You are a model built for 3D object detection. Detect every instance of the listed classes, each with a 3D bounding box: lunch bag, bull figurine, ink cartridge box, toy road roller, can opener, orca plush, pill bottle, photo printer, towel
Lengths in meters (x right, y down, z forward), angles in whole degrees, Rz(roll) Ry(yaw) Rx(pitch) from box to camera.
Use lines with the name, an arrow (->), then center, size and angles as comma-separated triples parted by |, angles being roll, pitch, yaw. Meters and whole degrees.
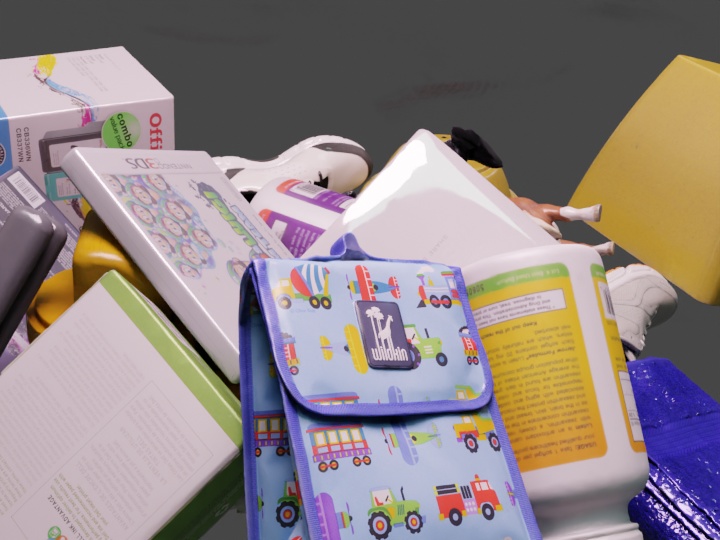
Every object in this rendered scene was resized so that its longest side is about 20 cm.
lunch bag -> 0.006, 0.079, 0.624 | 0.148, 0.094, 0.204 | -1, 73, -32
bull figurine -> 0.154, -0.025, 0.942 | 0.119, 0.066, 0.200 | 7, -7, 21
ink cartridge box -> -0.292, -0.111, 1.016 | 0.197, 0.149, 0.146 | -13, 34, -28
toy road roller -> -0.145, 0.036, 0.789 | 0.196, 0.148, 0.124 | 2, 30, -6
ink cartridge box -> -0.172, 0.126, 0.659 | 0.200, 0.076, 0.148 | -43, 69, -6
can opener -> -0.249, 0.059, 0.720 | 0.066, 0.202, 0.053 | 29, -4, 8
orca plush -> 0.047, -0.046, 0.972 | 0.105, 0.198, 0.072 | 14, 54, -53
pill bottle -> 0.121, 0.095, 0.684 | 0.109, 0.111, 0.204 | -5, 74, -18
pill bottle -> 0.000, 0.000, 0.910 | 0.197, 0.113, 0.111 | 20, 33, 23
photo printer -> 0.068, 0.016, 0.798 | 0.200, 0.070, 0.167 | 42, 75, 9
towel -> 0.236, 0.138, 0.760 | 0.145, 0.050, 0.200 | -12, 39, -29

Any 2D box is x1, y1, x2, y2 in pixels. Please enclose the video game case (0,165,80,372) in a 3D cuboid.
video game case -> -0.284, 0.011, 0.849 | 0.143, 0.019, 0.200 | 49, 33, -9

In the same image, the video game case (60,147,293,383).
video game case -> -0.106, -0.013, 0.796 | 0.201, 0.024, 0.182 | 50, 20, 11

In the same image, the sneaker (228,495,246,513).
sneaker -> -0.035, 0.111, 0.712 | 0.196, 0.101, 0.070 | 13, 13, 7

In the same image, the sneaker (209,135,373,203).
sneaker -> -0.075, -0.080, 1.087 | 0.197, 0.075, 0.080 | -15, 40, -18

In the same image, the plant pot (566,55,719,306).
plant pot -> 0.354, -0.091, 1.016 | 0.197, 0.179, 0.200 | 3, 27, -34

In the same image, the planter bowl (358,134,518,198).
planter bowl -> 0.086, -0.084, 1.097 | 0.196, 0.085, 0.201 | 5, 30, -3

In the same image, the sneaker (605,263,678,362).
sneaker -> 0.211, 0.055, 0.895 | 0.197, 0.076, 0.092 | -8, 45, -38
